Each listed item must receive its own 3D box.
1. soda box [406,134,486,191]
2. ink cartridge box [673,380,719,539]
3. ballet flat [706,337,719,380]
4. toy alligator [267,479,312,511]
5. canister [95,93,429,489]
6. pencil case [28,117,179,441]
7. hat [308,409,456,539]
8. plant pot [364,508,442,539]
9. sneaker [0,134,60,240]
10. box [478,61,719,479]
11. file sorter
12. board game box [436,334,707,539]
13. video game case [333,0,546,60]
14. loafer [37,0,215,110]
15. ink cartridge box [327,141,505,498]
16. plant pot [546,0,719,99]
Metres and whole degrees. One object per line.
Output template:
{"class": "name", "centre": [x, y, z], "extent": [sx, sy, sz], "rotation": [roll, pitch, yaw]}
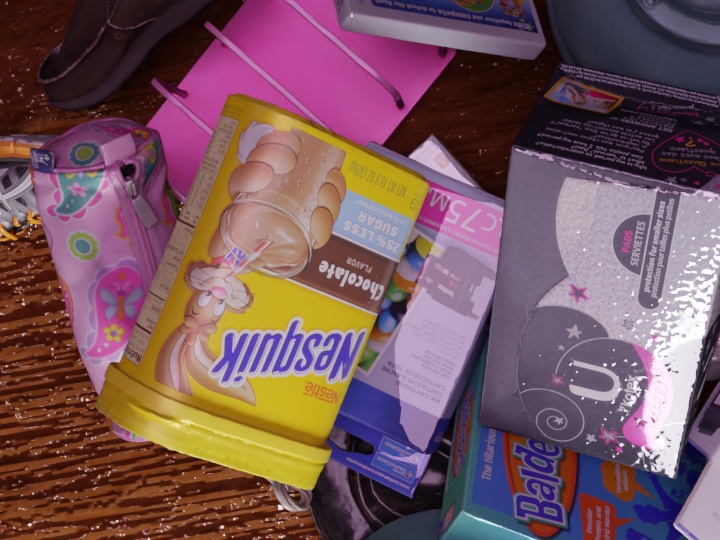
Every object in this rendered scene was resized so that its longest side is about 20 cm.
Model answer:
{"class": "soda box", "centre": [0.000, 0.000, 1.089], "extent": [0.200, 0.064, 0.068], "rotation": [-43, 87, 3]}
{"class": "ink cartridge box", "centre": [0.301, 0.126, 1.018], "extent": [0.198, 0.043, 0.201], "rotation": [40, 77, -22]}
{"class": "ballet flat", "centre": [0.215, 0.041, 1.079], "extent": [0.198, 0.072, 0.073], "rotation": [6, 91, 7]}
{"class": "toy alligator", "centre": [-0.113, 0.098, 1.107], "extent": [0.200, 0.059, 0.054], "rotation": [49, 136, 2]}
{"class": "canister", "centre": [-0.054, 0.013, 0.954], "extent": [0.148, 0.086, 0.202], "rotation": [22, 91, -37]}
{"class": "pencil case", "centre": [-0.143, 0.005, 0.998], "extent": [0.086, 0.088, 0.202], "rotation": [-9, 113, 5]}
{"class": "hat", "centre": [0.053, 0.133, 1.076], "extent": [0.198, 0.081, 0.203], "rotation": [0, 89, 4]}
{"class": "plant pot", "centre": [0.057, 0.277, 0.998], "extent": [0.198, 0.161, 0.203], "rotation": [7, 118, 13]}
{"class": "sneaker", "centre": [-0.239, -0.056, 1.102], "extent": [0.198, 0.078, 0.078], "rotation": [3, 95, 22]}
{"class": "box", "centre": [0.152, 0.002, 0.946], "extent": [0.131, 0.115, 0.202], "rotation": [14, 127, 14]}
{"class": "file sorter", "centre": [-0.051, -0.118, 1.062], "extent": [0.139, 0.125, 0.200], "rotation": [40, 93, 3]}
{"class": "board game box", "centre": [0.153, 0.140, 1.019], "extent": [0.198, 0.153, 0.045], "rotation": [21, 133, -8]}
{"class": "video game case", "centre": [0.034, -0.227, 1.027], "extent": [0.142, 0.018, 0.202], "rotation": [5, 56, -28]}
{"class": "loafer", "centre": [-0.158, -0.182, 1.063], "extent": [0.071, 0.073, 0.199], "rotation": [37, 128, -24]}
{"class": "ink cartridge box", "centre": [0.020, 0.032, 1.030], "extent": [0.118, 0.042, 0.202], "rotation": [24, 94, 13]}
{"class": "plant pot", "centre": [0.209, -0.184, 0.953], "extent": [0.198, 0.134, 0.203], "rotation": [0, 88, 7]}
